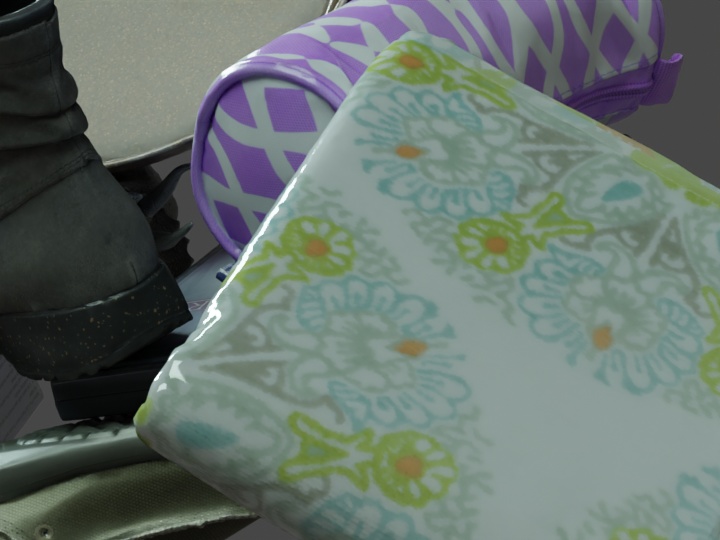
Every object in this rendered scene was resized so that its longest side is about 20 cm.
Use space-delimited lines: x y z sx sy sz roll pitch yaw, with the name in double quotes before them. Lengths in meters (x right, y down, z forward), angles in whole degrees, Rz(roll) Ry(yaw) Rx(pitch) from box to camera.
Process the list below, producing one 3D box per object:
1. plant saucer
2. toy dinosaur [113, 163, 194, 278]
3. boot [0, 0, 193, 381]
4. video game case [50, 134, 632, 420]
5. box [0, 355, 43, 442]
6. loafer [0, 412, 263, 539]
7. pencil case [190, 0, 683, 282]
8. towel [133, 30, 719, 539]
"plant saucer" -0.086 -0.110 1.111 0.199 0.032 0.201 -10 55 14
"toy dinosaur" -0.109 -0.014 1.155 0.102 0.077 0.200 -5 12 -1
"boot" -0.139 -0.032 1.013 0.199 0.132 0.070 -8 18 48
"video game case" 0.000 0.000 1.032 0.142 0.019 0.200 -9 15 25
"box" -0.174 0.089 1.037 0.039 0.042 0.200 -6 33 30
"loafer" -0.100 0.087 0.968 0.199 0.070 0.075 -11 3 0
"pencil case" 0.027 -0.059 1.029 0.085 0.084 0.200 28 37 23
"towel" 0.048 0.026 0.869 0.171 0.048 0.200 27 42 5
